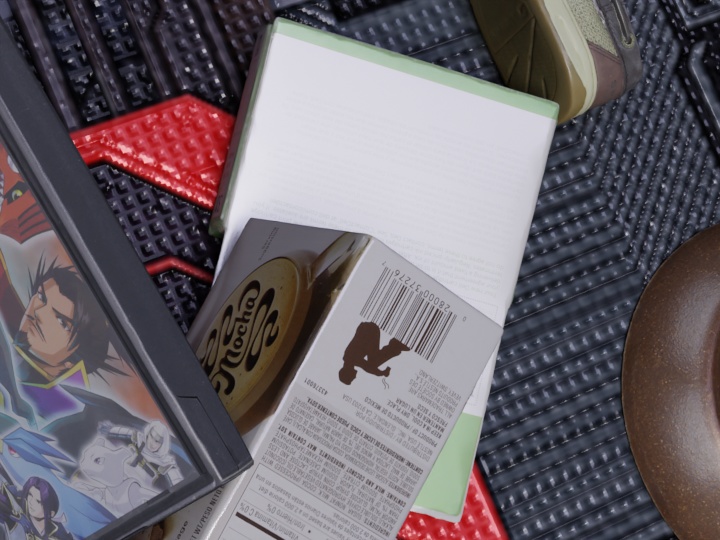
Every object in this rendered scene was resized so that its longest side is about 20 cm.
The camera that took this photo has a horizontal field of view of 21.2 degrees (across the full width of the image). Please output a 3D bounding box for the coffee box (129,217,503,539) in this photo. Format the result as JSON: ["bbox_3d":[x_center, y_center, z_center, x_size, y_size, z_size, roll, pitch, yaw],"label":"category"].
[{"bbox_3d":[-0.041,0.087,0.787,0.080,0.113,0.201,33,80,-27],"label":"coffee box"}]

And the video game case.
[{"bbox_3d":[-0.151,0.024,0.760,0.025,0.180,0.201,-28,87,-50],"label":"video game case"}]

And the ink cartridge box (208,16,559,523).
[{"bbox_3d":[0.000,0.000,0.890,0.144,0.048,0.202,15,85,-14],"label":"ink cartridge box"}]

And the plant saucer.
[{"bbox_3d":[0.227,0.064,0.955,0.198,0.037,0.203,5,74,-19],"label":"plant saucer"}]

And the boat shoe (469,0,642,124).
[{"bbox_3d":[0.081,-0.171,0.955,0.066,0.072,0.203,-16,81,-32],"label":"boat shoe"}]
